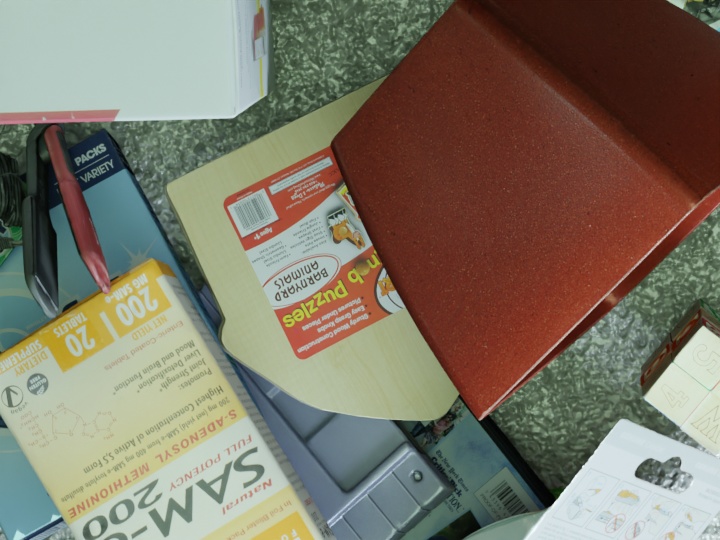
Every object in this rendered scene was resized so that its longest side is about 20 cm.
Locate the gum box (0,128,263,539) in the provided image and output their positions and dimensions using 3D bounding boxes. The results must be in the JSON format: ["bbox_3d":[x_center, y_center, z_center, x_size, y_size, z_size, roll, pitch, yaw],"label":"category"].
[{"bbox_3d":[-0.181,0.042,1.725,0.170,0.045,0.200,-29,80,1],"label":"gum box"}]

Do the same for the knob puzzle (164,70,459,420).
[{"bbox_3d":[0.000,0.000,1.706,0.220,0.030,0.220,0,89,-16],"label":"knob puzzle"}]

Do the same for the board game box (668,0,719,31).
[{"bbox_3d":[0.186,-0.183,1.692,0.126,0.035,0.200,42,91,-4],"label":"board game box"}]

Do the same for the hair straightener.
[{"bbox_3d":[-0.203,-0.042,1.676,0.077,0.200,0.041,-25,134,3],"label":"hair straightener"}]

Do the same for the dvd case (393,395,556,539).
[{"bbox_3d":[0.006,0.155,1.743,0.200,0.018,0.143,-41,74,10],"label":"dvd case"}]

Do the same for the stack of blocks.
[{"bbox_3d":[0.265,0.105,1.710,0.200,0.115,0.059,38,100,-3],"label":"stack of blocks"}]

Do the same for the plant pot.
[{"bbox_3d":[0.106,-0.068,1.602,0.176,0.200,0.200,47,122,5],"label":"plant pot"}]

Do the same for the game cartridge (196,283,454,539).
[{"bbox_3d":[-0.053,0.101,1.740,0.130,0.038,0.200,-42,75,5],"label":"game cartridge"}]

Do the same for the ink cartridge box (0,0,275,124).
[{"bbox_3d":[-0.132,-0.134,1.651,0.145,0.200,0.083,-2,97,4],"label":"ink cartridge box"}]

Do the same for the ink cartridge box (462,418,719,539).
[{"bbox_3d":[0.125,0.174,1.714,0.057,0.163,0.200,39,100,38],"label":"ink cartridge box"}]

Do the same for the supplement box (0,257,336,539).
[{"bbox_3d":[-0.118,0.109,1.650,0.126,0.074,0.200,-32,86,1],"label":"supplement box"}]

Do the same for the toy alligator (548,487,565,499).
[{"bbox_3d":[0.035,0.175,1.767,0.200,0.054,0.059,-16,98,6],"label":"toy alligator"}]
